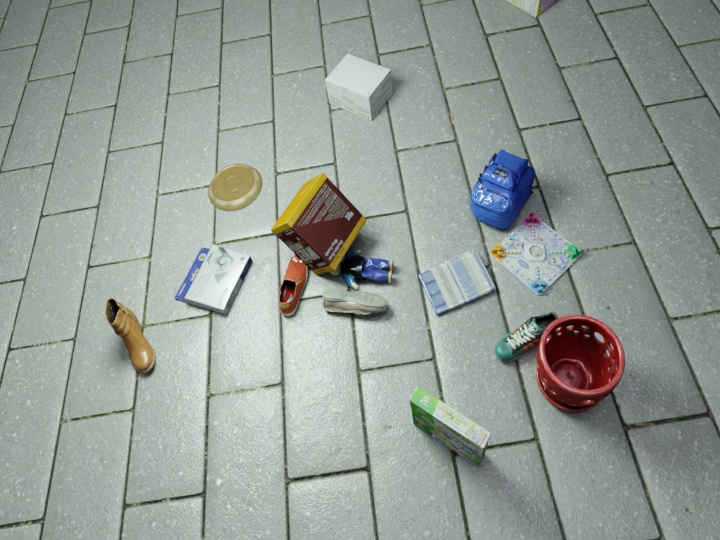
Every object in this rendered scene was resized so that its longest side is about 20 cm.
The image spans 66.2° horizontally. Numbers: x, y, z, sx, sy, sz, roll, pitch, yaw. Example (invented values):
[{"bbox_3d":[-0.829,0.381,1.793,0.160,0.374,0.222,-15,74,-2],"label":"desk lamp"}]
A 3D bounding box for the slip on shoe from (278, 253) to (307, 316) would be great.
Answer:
[{"bbox_3d":[-0.204,0.034,1.662,0.071,0.062,0.206,4,59,12],"label":"slip on shoe"}]

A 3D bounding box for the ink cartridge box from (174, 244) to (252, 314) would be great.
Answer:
[{"bbox_3d":[-0.462,0.019,1.718,0.193,0.041,0.204,13,62,15],"label":"ink cartridge box"}]

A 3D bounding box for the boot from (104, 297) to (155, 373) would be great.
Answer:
[{"bbox_3d":[-0.662,0.184,1.582,0.075,0.157,0.204,-22,59,-7],"label":"boot"}]

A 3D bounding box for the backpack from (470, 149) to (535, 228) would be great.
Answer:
[{"bbox_3d":[0.420,-0.249,1.680,0.159,0.169,0.202,25,69,28],"label":"backpack"}]

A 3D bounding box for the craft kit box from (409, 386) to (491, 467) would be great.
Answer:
[{"bbox_3d":[0.212,0.377,1.322,0.196,0.200,0.049,29,65,23],"label":"craft kit box"}]

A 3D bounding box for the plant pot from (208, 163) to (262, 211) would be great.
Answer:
[{"bbox_3d":[-0.437,-0.296,1.907,0.192,0.028,0.206,-3,59,5],"label":"plant pot"}]

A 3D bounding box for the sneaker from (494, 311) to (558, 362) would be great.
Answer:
[{"bbox_3d":[0.445,0.169,1.478,0.196,0.081,0.072,-30,60,-9],"label":"sneaker"}]

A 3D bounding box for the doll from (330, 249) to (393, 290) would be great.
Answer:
[{"bbox_3d":[0.000,0.000,1.660,0.192,0.049,0.140,4,59,10],"label":"doll"}]

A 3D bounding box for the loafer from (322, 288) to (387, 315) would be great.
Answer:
[{"bbox_3d":[-0.017,0.099,1.607,0.193,0.065,0.072,9,27,9],"label":"loafer"}]

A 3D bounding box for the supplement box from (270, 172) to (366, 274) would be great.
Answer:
[{"bbox_3d":[-0.123,-0.135,1.649,0.200,0.131,0.200,43,65,-20],"label":"supplement box"}]

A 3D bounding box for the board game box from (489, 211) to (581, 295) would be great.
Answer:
[{"bbox_3d":[0.518,-0.057,1.634,0.199,0.026,0.200,-39,62,-14],"label":"board game box"}]

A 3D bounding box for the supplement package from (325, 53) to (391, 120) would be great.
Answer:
[{"bbox_3d":[-0.003,-0.672,2.017,0.196,0.112,0.157,28,67,21],"label":"supplement package"}]

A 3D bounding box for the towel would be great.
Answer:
[{"bbox_3d":[0.281,0.033,1.616,0.194,0.024,0.150,-23,61,-3],"label":"towel"}]

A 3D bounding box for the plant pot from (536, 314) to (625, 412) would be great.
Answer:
[{"bbox_3d":[0.529,0.239,1.366,0.193,0.184,0.206,-3,59,5],"label":"plant pot"}]
